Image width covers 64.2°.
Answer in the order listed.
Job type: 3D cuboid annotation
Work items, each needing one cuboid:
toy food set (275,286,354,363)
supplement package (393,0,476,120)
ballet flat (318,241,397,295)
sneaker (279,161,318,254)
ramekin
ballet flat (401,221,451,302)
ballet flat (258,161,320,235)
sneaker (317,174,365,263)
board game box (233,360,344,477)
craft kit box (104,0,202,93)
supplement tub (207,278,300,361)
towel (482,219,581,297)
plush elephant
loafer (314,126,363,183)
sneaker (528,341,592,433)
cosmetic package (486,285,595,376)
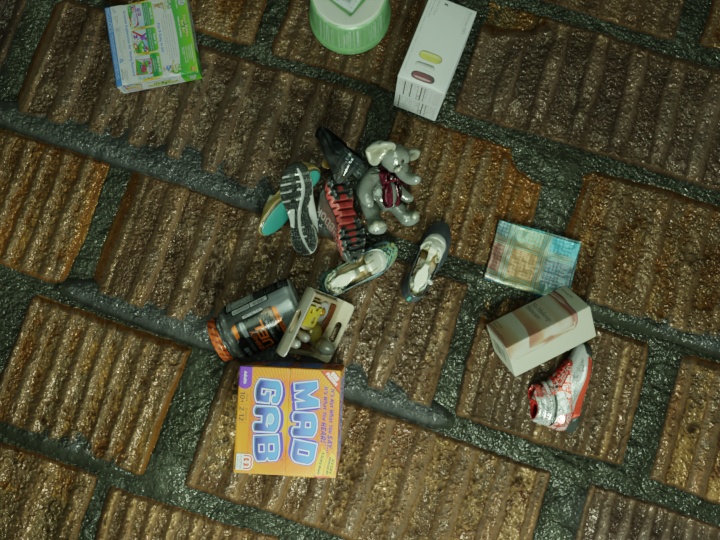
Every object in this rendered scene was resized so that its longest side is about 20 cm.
[{"bbox_3d":[-0.087,0.122,1.209,0.060,0.200,0.145,25,88,25],"label":"toy food set"},{"bbox_3d":[0.163,-0.472,1.289,0.110,0.156,0.202,21,84,2],"label":"supplement package"},{"bbox_3d":[0.000,0.000,1.283,0.199,0.074,0.075,-31,85,-2],"label":"ballet flat"},{"bbox_3d":[-0.133,-0.140,1.273,0.073,0.080,0.202,-3,104,3],"label":"sneaker"},{"bbox_3d":[-0.026,-0.621,1.334,0.197,0.098,0.203,0,84,0],"label":"ramekin"},{"bbox_3d":[0.153,-0.021,1.286,0.072,0.073,0.202,26,84,3],"label":"ballet flat"},{"bbox_3d":[-0.172,-0.166,1.314,0.063,0.069,0.200,38,82,32],"label":"ballet flat"},{"bbox_3d":[-0.047,-0.107,1.284,0.070,0.098,0.203,-9,79,-35],"label":"sneaker"},{"bbox_3d":[-0.138,0.297,1.186,0.197,0.200,0.202,3,84,1],"label":"board game box"},{"bbox_3d":[-0.488,-0.538,1.356,0.195,0.049,0.202,-11,84,2],"label":"craft kit box"},{"bbox_3d":[-0.222,0.111,1.246,0.198,0.123,0.124,-26,84,-2],"label":"supplement tub"},{"bbox_3d":[0.393,-0.022,1.309,0.198,0.022,0.148,16,84,2],"label":"towel"},{"bbox_3d":[0.070,-0.202,1.253,0.155,0.164,0.201,-48,64,39],"label":"plush elephant"},{"bbox_3d":[-0.065,-0.260,1.270,0.072,0.200,0.073,29,105,-34],"label":"loafer"},{"bbox_3d":[0.434,0.246,1.257,0.107,0.067,0.204,13,87,-1],"label":"sneaker"},{"bbox_3d":[0.389,0.129,1.240,0.198,0.104,0.088,-26,120,-4],"label":"cosmetic package"}]
